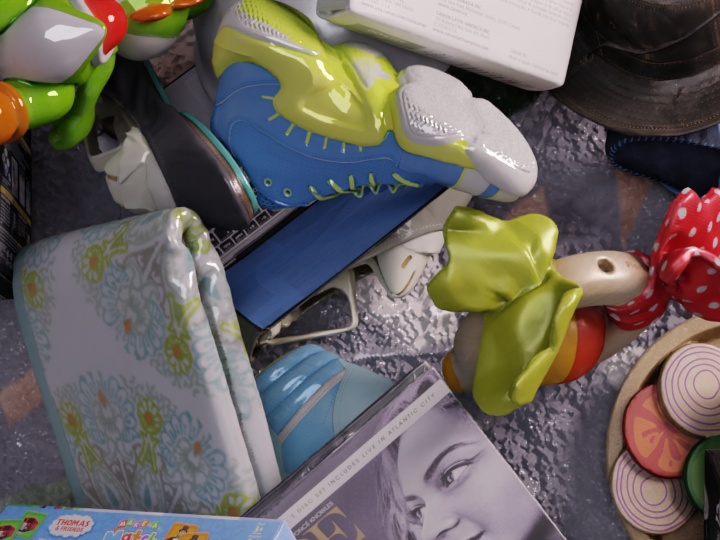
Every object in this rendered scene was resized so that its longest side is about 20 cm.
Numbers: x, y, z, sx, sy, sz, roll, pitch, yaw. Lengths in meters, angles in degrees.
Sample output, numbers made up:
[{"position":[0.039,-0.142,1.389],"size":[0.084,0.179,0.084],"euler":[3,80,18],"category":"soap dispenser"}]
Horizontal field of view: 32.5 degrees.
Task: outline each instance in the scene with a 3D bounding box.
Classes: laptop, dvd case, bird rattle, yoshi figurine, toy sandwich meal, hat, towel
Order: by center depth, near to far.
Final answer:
[{"position":[-0.170,-0.138,0.696],"size":[0.112,0.113,0.199],"euler":[42,46,12],"category":"yoshi figurine"},{"position":[0.034,0.166,0.723],"size":[0.148,0.016,0.201],"euler":[-39,120,-1],"category":"dvd case"},{"position":[0.127,0.017,0.733],"size":[0.197,0.164,0.114],"euler":[-14,66,-28],"category":"bird rattle"},{"position":[0.249,0.113,0.744],"size":[0.201,0.070,0.209],"euler":[-1,81,6],"category":"toy sandwich meal"},{"position":[-0.129,0.070,0.744],"size":[0.169,0.048,0.203],"euler":[-9,100,41],"category":"towel"},{"position":[0.179,-0.184,0.760],"size":[0.197,0.081,0.204],"euler":[-13,56,20],"category":"hat"},{"position":[-0.045,-0.081,0.771],"size":[0.186,0.116,0.201],"euler":[-37,78,-12],"category":"laptop"}]

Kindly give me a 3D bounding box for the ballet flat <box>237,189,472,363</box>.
[{"position":[0.000,0.000,0.795],"size":[0.198,0.067,0.065],"euler":[-27,80,9],"category":"ballet flat"}]

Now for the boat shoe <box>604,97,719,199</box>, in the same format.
[{"position":[0.249,-0.058,0.764],"size":[0.196,0.084,0.070],"euler":[9,70,10],"category":"boat shoe"}]

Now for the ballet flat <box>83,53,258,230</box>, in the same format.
[{"position":[-0.126,-0.071,0.741],"size":[0.073,0.073,0.200],"euler":[-40,43,-1],"category":"ballet flat"}]

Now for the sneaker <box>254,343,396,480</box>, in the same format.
[{"position":[-0.044,0.141,0.777],"size":[0.129,0.079,0.202],"euler":[29,95,25],"category":"sneaker"}]

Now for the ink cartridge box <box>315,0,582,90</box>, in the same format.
[{"position":[0.069,-0.222,0.712],"size":[0.159,0.050,0.204],"euler":[12,90,-32],"category":"ink cartridge box"}]

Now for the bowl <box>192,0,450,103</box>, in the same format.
[{"position":[-0.029,-0.189,0.775],"size":[0.198,0.091,0.204],"euler":[-10,55,14],"category":"bowl"}]

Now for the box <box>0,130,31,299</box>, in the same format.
[{"position":[-0.242,-0.076,0.763],"size":[0.048,0.200,0.164],"euler":[-1,81,-4],"category":"box"}]

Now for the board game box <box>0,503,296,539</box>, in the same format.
[{"position":[-0.102,0.199,0.704],"size":[0.197,0.153,0.037],"euler":[-2,38,30],"category":"board game box"}]

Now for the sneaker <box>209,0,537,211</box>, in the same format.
[{"position":[-0.001,-0.070,0.703],"size":[0.198,0.076,0.106],"euler":[30,120,9],"category":"sneaker"}]

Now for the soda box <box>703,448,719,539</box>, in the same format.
[{"position":[0.228,0.201,0.689],"size":[0.069,0.064,0.203],"euler":[-3,112,6],"category":"soda box"}]
